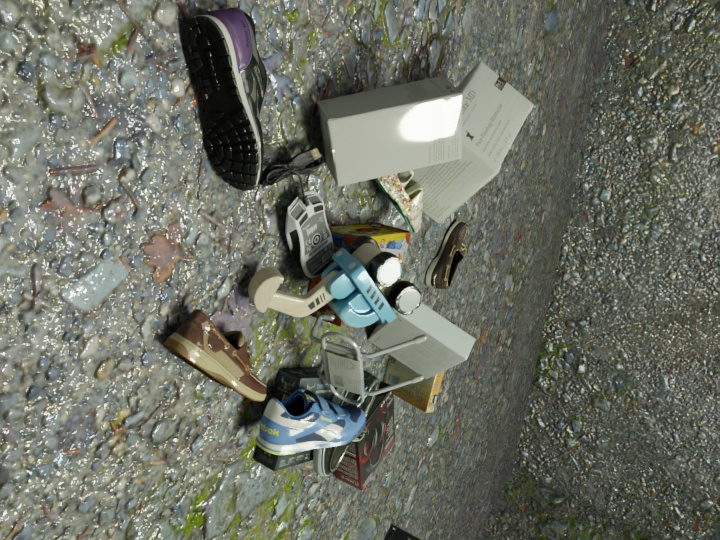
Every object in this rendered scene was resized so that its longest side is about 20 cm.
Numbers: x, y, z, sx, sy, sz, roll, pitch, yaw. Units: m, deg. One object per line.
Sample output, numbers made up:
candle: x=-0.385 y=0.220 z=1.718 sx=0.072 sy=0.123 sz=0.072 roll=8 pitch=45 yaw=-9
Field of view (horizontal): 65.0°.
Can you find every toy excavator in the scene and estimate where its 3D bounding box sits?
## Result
toy excavator: x=-0.036 y=0.032 z=0.829 sx=0.200 sy=0.100 sz=0.195 roll=-40 pitch=124 yaw=-6

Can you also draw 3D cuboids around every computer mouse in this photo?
computer mouse: x=-0.087 y=-0.077 z=0.827 sx=0.110 sy=0.044 sz=0.201 roll=-41 pitch=137 yaw=-37

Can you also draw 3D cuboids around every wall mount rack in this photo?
wall mount rack: x=0.010 y=0.142 z=0.893 sx=0.201 sy=0.173 sz=0.075 roll=86 pitch=24 yaw=-49

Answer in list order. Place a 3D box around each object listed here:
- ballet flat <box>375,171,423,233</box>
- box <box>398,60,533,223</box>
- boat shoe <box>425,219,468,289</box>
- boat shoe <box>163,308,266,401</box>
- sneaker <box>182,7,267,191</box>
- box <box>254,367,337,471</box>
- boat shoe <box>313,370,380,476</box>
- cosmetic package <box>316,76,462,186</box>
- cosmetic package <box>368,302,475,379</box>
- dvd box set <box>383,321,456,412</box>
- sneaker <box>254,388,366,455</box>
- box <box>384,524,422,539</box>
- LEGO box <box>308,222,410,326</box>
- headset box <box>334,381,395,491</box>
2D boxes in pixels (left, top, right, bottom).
ballet flat: x=0.073 y=-0.145 z=0.996 sx=0.064 sy=0.076 sz=0.200 roll=-32 pitch=131 yaw=10
box: x=0.181 y=-0.230 z=1.037 sx=0.199 sy=0.130 sz=0.200 roll=-58 pitch=-173 yaw=-31
boat shoe: x=0.228 y=-0.039 z=1.401 sx=0.201 sy=0.059 sz=0.072 roll=-58 pitch=148 yaw=-25
boat shoe: x=-0.174 y=0.114 z=0.751 sx=0.072 sy=0.072 sz=0.200 roll=-61 pitch=144 yaw=-19
sneaker: x=-0.132 y=-0.194 z=0.654 sx=0.088 sy=0.075 sz=0.201 roll=-49 pitch=144 yaw=-47
box: x=-0.089 y=0.253 z=0.996 sx=0.200 sy=0.051 sz=0.159 roll=14 pitch=93 yaw=-61
boat shoe: x=-0.023 y=0.270 z=0.993 sx=0.072 sy=0.071 sz=0.201 roll=25 pitch=83 yaw=-62
cosmetic package: x=0.045 y=-0.207 z=0.836 sx=0.199 sy=0.085 sz=0.108 roll=-12 pitch=128 yaw=-9
cosmetic package: x=0.113 y=0.135 z=1.103 sx=0.052 sy=0.150 sz=0.200 roll=-59 pitch=-177 yaw=-26
dvd box set: x=0.128 y=0.193 z=1.258 sx=0.029 sy=0.146 sz=0.201 roll=11 pitch=95 yaw=-42
sneaker: x=-0.068 y=0.230 z=0.890 sx=0.199 sy=0.074 sz=0.083 roll=1 pitch=98 yaw=-42
box: x=0.109 y=0.848 z=1.588 sx=0.200 sy=0.141 sz=0.079 roll=-55 pitch=150 yaw=-30
LEGO box: x=0.000 y=0.000 z=0.990 sx=0.200 sy=0.077 sz=0.150 roll=-13 pitch=117 yaw=-59
headset box: x=0.007 y=0.349 z=1.198 sx=0.149 sy=0.075 sz=0.201 roll=-43 pitch=140 yaw=-44
